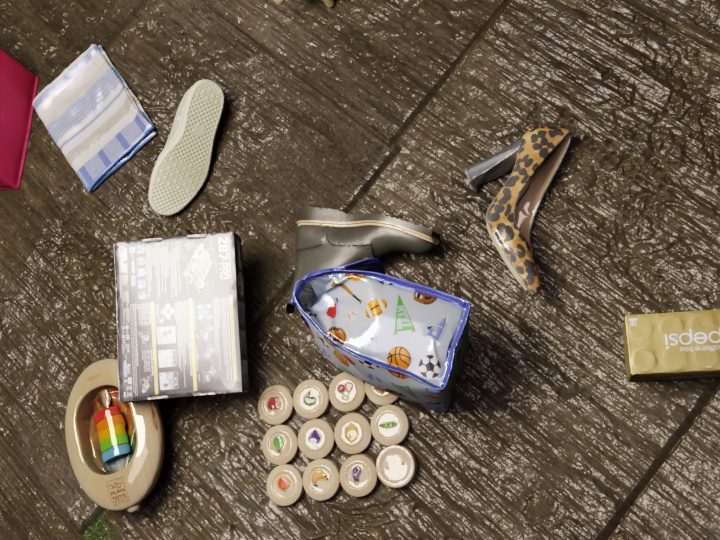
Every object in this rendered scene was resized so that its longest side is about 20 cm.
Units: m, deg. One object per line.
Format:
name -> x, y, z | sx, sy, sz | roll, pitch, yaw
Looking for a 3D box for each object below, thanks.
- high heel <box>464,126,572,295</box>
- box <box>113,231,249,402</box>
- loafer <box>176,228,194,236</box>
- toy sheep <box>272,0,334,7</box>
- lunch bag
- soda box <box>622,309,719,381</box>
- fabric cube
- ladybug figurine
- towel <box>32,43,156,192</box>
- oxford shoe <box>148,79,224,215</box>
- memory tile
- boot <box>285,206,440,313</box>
high heel -> 0.221, -0.081, 0.995 | 0.141, 0.071, 0.203 | -26, 61, 15
box -> -0.226, 0.059, 1.031 | 0.158, 0.049, 0.204 | -6, 82, 5
loafer -> -0.228, 0.041, 1.093 | 0.070, 0.073, 0.203 | -19, 71, 8
toy sheep -> -0.055, -0.451, 1.143 | 0.137, 0.138, 0.202 | 32, 86, 21
lunch bag -> 0.024, 0.071, 0.950 | 0.197, 0.170, 0.126 | 17, 72, 13
soda box -> 0.397, 0.083, 0.908 | 0.196, 0.064, 0.069 | -5, 74, 15
fabric cube -> -0.638, -0.245, 1.222 | 0.196, 0.199, 0.200 | -1, 76, 15
ladybug figurine -> -0.315, 0.218, 1.073 | 0.133, 0.072, 0.203 | -19, 71, 9
towel -> -0.410, -0.237, 1.247 | 0.146, 0.024, 0.201 | -39, 69, 4
oxford shoe -> -0.249, -0.175, 1.170 | 0.058, 0.074, 0.203 | 19, 89, 61
memory tile -> -0.033, 0.208, 1.025 | 0.196, 0.017, 0.156 | -12, 73, 12
boot -> 0.000, 0.000, 1.048 | 0.197, 0.077, 0.141 | 7, 82, 30
